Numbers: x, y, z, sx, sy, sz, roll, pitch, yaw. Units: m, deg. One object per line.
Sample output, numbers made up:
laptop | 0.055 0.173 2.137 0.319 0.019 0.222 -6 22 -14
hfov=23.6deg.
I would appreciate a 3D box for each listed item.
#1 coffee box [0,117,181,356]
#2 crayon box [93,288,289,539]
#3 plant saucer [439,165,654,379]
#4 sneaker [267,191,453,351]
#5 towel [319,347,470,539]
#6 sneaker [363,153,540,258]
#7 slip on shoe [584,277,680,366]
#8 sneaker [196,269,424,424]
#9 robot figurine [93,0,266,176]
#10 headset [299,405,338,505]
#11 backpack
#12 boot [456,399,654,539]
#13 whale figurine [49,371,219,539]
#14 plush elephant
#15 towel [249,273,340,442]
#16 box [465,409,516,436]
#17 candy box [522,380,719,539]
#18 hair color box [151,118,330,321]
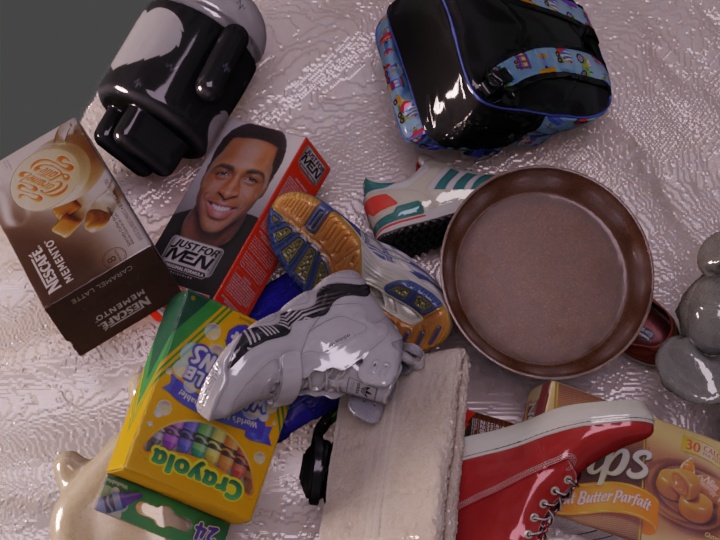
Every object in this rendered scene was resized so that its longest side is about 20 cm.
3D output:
coffee box | -0.262 -0.034 1.589 0.114 0.080 0.200 -31 50 -5
crayon box | -0.136 0.134 1.493 0.125 0.052 0.201 25 70 -19
plant saucer | 0.168 0.004 1.573 0.199 0.035 0.202 2 74 -6
sneaker | 0.000 0.000 1.584 0.200 0.088 0.075 40 107 2
towel | 0.032 0.165 1.476 0.132 0.034 0.201 -15 51 34
sneaker | 0.096 -0.080 1.650 0.198 0.070 0.094 -16 61 -10
slip on shoe | 0.216 0.020 1.626 0.199 0.061 0.074 33 78 10
sneaker | -0.038 0.087 1.459 0.115 0.075 0.200 42 55 19
robot figurine | -0.173 -0.189 1.640 0.150 0.125 0.201 23 73 19
headset | -0.001 0.193 1.559 0.123 0.094 0.201 27 64 8
backpack | 0.135 -0.198 1.648 0.199 0.134 0.184 2 60 -37
boot | 0.165 0.196 1.450 0.199 0.072 0.145 -20 64 16
whale figurine | -0.197 0.196 1.546 0.158 0.104 0.201 16 82 6
plush elephant | 0.343 0.060 1.546 0.154 0.200 0.165 33 84 5
towel | -0.080 0.079 1.598 0.199 0.050 0.148 -31 61 -9
box | 0.101 0.230 1.545 0.136 0.039 0.201 17 72 -28
candy box | 0.237 0.188 1.553 0.199 0.055 0.116 20 71 -11
hair color box | -0.122 -0.038 1.617 0.101 0.061 0.201 15 68 34
